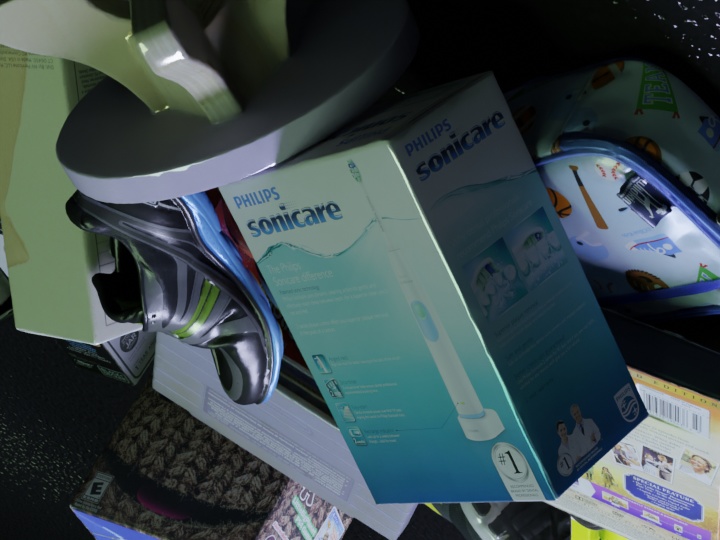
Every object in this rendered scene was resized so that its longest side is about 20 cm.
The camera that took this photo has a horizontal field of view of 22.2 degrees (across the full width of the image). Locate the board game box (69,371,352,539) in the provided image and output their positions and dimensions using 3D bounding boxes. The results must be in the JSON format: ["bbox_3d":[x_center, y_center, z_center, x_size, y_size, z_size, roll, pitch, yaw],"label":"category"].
[{"bbox_3d":[-0.084,0.135,1.340,0.159,0.200,0.097,12,148,31],"label":"board game box"}]

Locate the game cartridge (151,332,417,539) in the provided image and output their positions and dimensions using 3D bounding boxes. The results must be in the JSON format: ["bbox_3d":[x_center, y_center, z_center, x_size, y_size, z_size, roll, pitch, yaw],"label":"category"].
[{"bbox_3d":[-0.045,0.095,1.193,0.199,0.038,0.130,32,158,7],"label":"game cartridge"}]

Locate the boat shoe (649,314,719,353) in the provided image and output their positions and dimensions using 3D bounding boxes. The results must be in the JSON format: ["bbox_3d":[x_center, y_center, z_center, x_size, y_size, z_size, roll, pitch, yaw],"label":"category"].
[{"bbox_3d":[0.200,0.055,1.037,0.200,0.073,0.063,2,129,37],"label":"boat shoe"}]

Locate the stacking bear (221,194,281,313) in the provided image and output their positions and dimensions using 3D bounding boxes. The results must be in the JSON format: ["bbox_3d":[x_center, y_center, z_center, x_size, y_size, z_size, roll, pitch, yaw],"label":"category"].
[{"bbox_3d":[0.000,0.000,1.131,0.121,0.114,0.200,12,153,28],"label":"stacking bear"}]

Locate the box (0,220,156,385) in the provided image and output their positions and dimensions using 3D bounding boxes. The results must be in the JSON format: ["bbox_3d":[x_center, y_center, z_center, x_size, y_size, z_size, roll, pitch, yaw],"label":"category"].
[{"bbox_3d":[-0.188,-0.027,1.262,0.060,0.117,0.200,15,151,32],"label":"box"}]

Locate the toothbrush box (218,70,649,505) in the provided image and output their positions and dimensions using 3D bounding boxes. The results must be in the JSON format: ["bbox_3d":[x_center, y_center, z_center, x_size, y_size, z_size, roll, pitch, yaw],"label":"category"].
[{"bbox_3d":[0.036,0.015,0.946,0.146,0.085,0.201,-12,110,52],"label":"toothbrush box"}]

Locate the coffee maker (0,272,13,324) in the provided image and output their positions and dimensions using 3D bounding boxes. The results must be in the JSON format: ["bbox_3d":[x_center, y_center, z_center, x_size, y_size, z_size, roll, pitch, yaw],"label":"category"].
[{"bbox_3d":[-0.359,-0.025,1.354,0.134,0.192,0.200,29,157,41],"label":"coffee maker"}]

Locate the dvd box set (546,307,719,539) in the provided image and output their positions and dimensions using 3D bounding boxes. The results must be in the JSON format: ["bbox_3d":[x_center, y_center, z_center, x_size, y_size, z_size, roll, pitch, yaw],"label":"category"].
[{"bbox_3d":[0.145,0.091,1.047,0.146,0.029,0.200,21,150,24],"label":"dvd box set"}]

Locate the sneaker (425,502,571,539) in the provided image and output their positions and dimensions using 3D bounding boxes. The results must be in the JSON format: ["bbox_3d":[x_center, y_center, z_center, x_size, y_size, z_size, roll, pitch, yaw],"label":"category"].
[{"bbox_3d":[0.067,0.133,1.227,0.200,0.074,0.085,54,144,24],"label":"sneaker"}]

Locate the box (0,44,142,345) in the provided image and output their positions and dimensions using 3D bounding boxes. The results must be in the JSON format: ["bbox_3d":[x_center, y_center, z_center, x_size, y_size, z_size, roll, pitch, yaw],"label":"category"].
[{"bbox_3d":[-0.158,-0.066,1.075,0.077,0.095,0.201,8,108,39],"label":"box"}]

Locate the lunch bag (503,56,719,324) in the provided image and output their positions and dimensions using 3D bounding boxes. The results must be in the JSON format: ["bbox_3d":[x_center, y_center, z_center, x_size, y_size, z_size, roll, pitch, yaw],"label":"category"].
[{"bbox_3d":[0.132,-0.030,0.978,0.160,0.076,0.200,41,153,-25],"label":"lunch bag"}]

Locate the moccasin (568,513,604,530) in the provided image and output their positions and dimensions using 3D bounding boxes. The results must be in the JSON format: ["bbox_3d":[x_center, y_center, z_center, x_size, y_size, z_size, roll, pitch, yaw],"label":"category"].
[{"bbox_3d":[0.204,0.099,1.131,0.074,0.078,0.201,46,138,3],"label":"moccasin"}]

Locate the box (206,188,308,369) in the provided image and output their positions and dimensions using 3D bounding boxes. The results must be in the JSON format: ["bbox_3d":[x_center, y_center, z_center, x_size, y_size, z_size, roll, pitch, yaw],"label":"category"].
[{"bbox_3d":[-0.076,0.001,1.216,0.099,0.096,0.200,8,146,37],"label":"box"}]

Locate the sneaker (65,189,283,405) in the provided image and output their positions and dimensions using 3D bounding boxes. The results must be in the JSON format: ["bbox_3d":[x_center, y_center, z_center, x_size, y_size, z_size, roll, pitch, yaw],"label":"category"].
[{"bbox_3d":[-0.107,0.008,1.047,0.071,0.083,0.200,42,167,46],"label":"sneaker"}]

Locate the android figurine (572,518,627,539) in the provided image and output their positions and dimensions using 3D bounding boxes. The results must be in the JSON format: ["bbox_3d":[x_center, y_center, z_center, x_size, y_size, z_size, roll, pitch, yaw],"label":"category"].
[{"bbox_3d":[0.119,0.148,1.318,0.181,0.041,0.200,26,160,18],"label":"android figurine"}]

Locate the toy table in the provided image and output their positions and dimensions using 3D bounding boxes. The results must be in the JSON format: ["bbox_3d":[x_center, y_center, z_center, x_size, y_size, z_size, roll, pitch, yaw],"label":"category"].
[{"bbox_3d":[-0.084,-0.128,0.931,0.117,0.199,0.184,61,179,-39],"label":"toy table"}]
